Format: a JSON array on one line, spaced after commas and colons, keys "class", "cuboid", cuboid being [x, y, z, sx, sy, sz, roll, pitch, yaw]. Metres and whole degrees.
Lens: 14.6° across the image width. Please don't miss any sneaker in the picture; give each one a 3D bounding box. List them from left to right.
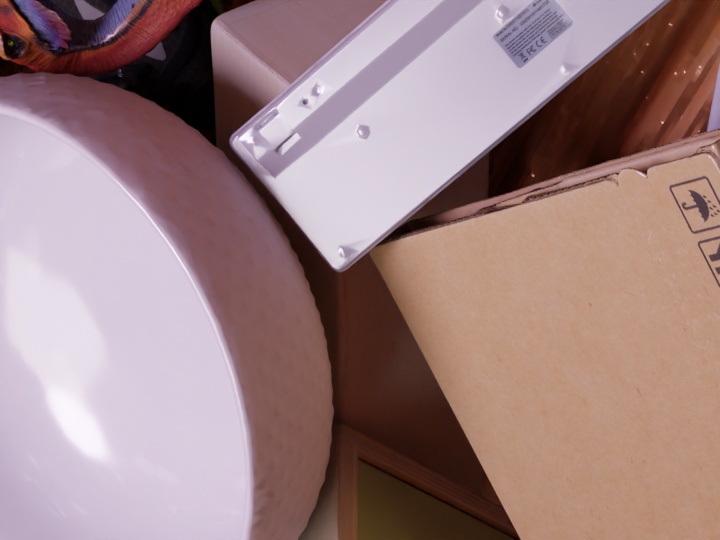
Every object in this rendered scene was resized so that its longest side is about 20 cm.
[{"class": "sneaker", "cuboid": [-0.083, -0.041, 1.030, 0.077, 0.084, 0.200, -4, 128, 13]}]

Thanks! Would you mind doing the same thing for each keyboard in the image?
[{"class": "keyboard", "cuboid": [0.048, -0.080, 0.865, 0.200, 0.011, 0.056, -40, 97, 19]}]

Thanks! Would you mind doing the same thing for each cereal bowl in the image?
[{"class": "cereal bowl", "cuboid": [-0.083, 0.023, 0.953, 0.200, 0.083, 0.200, 23, 126, 35]}]

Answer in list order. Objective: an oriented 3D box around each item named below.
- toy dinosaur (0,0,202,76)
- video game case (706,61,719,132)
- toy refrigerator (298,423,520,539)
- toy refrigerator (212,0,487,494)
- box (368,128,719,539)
[{"class": "toy dinosaur", "cuboid": [-0.047, -0.118, 0.887, 0.200, 0.105, 0.182, 42, 123, 32]}, {"class": "video game case", "cuboid": [0.186, 0.010, 0.883, 0.182, 0.022, 0.200, 28, 136, 24]}, {"class": "toy refrigerator", "cuboid": [0.057, 0.136, 0.989, 0.200, 0.076, 0.070, 30, 124, -22]}, {"class": "toy refrigerator", "cuboid": [0.000, 0.000, 0.994, 0.076, 0.070, 0.200, 41, 145, 40]}, {"class": "box", "cuboid": [0.101, 0.061, 0.872, 0.163, 0.021, 0.200, -15, 107, 51]}]
